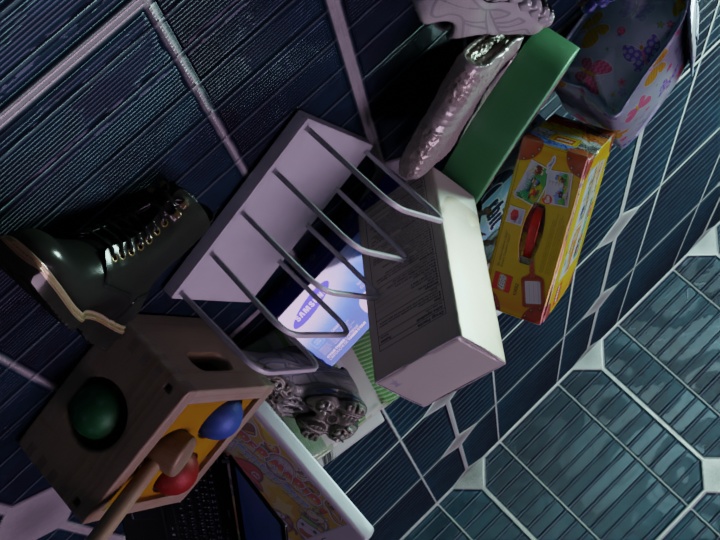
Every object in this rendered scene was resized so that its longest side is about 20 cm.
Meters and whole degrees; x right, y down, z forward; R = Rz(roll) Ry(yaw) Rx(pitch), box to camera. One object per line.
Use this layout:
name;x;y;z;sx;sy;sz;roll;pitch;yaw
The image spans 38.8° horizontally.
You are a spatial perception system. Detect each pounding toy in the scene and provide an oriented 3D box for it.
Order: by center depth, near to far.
pounding toy;-0.195;0.154;0.914;0.184;0.142;0.200;-51;160;12

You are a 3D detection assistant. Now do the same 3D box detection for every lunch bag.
lunch bag;0.325;-0.260;1.187;0.200;0.127;0.170;-55;161;4

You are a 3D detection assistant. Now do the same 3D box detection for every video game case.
video game case;-0.107;0.225;1.072;0.182;0.200;0.023;-32;-170;43

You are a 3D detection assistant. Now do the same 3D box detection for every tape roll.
tape roll;0.151;-0.156;1.061;0.201;0.048;0.200;-56;177;-5

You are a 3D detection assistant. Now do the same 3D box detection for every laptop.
laptop;-0.163;0.284;1.058;0.103;0.200;0.177;-84;174;-56

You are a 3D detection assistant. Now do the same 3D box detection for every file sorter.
file sorter;-0.045;-0.016;0.915;0.200;0.125;0.139;-50;159;13

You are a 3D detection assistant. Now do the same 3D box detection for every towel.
towel;0.102;-0.167;0.974;0.133;0.034;0.200;-61;173;33
towel;-0.027;0.112;1.188;0.200;0.153;0.023;-31;-173;-35

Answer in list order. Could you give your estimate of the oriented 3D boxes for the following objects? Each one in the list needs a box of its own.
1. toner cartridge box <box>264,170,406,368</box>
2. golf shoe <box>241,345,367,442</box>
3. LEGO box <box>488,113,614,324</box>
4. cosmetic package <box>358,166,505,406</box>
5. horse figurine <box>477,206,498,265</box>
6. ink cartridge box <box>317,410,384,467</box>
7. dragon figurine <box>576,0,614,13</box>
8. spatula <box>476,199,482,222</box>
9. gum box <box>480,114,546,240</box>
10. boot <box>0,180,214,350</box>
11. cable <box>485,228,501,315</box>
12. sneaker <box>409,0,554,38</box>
toner cartridge box;0.000;0.000;1.085;0.200;0.043;0.095;-47;122;2
golf shoe;-0.090;0.117;1.098;0.200;0.097;0.078;24;120;-24
LEGO box;0.214;-0.061;1.165;0.149;0.077;0.200;-37;142;-60
cosmetic package;0.063;0.014;0.962;0.105;0.200;0.071;-31;136;32
horse figurine;0.107;-0.006;1.206;0.132;0.050;0.200;-28;155;-2
ink cartridge box;-0.092;0.202;1.223;0.200;0.084;0.146;-30;-176;-36
dragon figurine;0.243;-0.322;0.934;0.200;0.099;0.059;-43;160;-8
spatula;0.130;-0.026;1.263;0.056;0.021;0.200;-31;156;-21
gum box;0.151;-0.096;1.267;0.200;0.045;0.170;-44;160;-1
boot;-0.176;-0.026;0.726;0.138;0.077;0.200;-47;174;-9
cable;0.208;-0.001;1.531;0.200;0.069;0.200;-32;157;-31
sneaker;0.107;-0.236;0.890;0.081;0.075;0.200;-39;162;24
